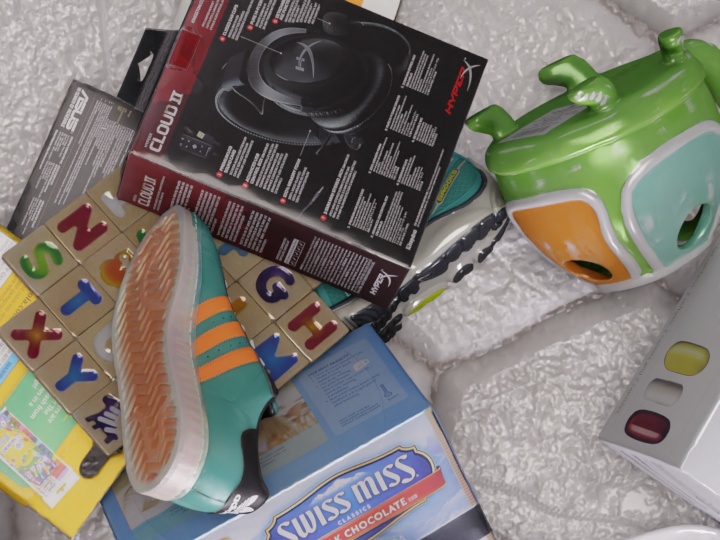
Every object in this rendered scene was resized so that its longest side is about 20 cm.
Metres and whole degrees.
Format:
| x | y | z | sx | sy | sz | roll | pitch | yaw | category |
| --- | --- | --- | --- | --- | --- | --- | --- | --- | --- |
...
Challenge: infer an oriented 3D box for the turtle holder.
| x | y | z | sx | sy | sz | roll | pitch | yaw | category |
| --- | --- | --- | --- | --- | --- | --- | --- | --- | --- |
| 0.163 | -0.069 | 1.725 | 0.140 | 0.185 | 0.132 | -19 | 102 | 29 | turtle holder |

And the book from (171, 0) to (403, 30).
| x | y | z | sx | sy | sz | roll | pitch | yaw | category |
| --- | --- | --- | --- | --- | --- | --- | --- | --- | --- |
| -0.039 | -0.179 | 1.762 | 0.133 | 0.048 | 0.201 | 17 | 87 | 0 | book |

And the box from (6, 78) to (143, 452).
| x | y | z | sx | sy | sz | roll | pitch | yaw | category |
| --- | --- | --- | --- | --- | --- | --- | --- | --- | --- |
| -0.145 | 0.004 | 1.734 | 0.157 | 0.050 | 0.201 | 23 | 84 | 0 | box |

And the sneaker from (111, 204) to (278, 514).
| x | y | z | sx | sy | sz | roll | pitch | yaw | category |
| --- | --- | --- | --- | --- | --- | --- | --- | --- | --- |
| -0.091 | 0.056 | 1.610 | 0.080 | 0.071 | 0.201 | 26 | 43 | -32 | sneaker |

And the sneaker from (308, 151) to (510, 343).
| x | y | z | sx | sy | sz | roll | pitch | yaw | category |
| --- | --- | --- | --- | --- | --- | --- | --- | --- | --- |
| 0.000 | 0.000 | 1.741 | 0.200 | 0.078 | 0.080 | -37 | 68 | -10 | sneaker |

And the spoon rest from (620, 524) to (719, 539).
| x | y | z | sx | sy | sz | roll | pitch | yaw | category |
| --- | --- | --- | --- | --- | --- | --- | --- | --- | --- |
| 0.156 | 0.197 | 1.724 | 0.199 | 0.061 | 0.100 | 10 | 84 | -1 | spoon rest |

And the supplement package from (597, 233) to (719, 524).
| x | y | z | sx | sy | sz | roll | pitch | yaw | category |
| --- | --- | --- | --- | --- | --- | --- | --- | --- | --- |
| 0.271 | 0.063 | 1.692 | 0.155 | 0.111 | 0.201 | 34 | 83 | -22 | supplement package |

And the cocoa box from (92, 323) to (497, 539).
| x | y | z | sx | sy | sz | roll | pitch | yaw | category |
| --- | --- | --- | --- | --- | --- | --- | --- | --- | --- |
| -0.037 | 0.150 | 1.664 | 0.199 | 0.133 | 0.132 | -29 | 117 | -5 | cocoa box |

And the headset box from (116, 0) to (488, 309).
| x | y | z | sx | sy | sz | roll | pitch | yaw | category |
| --- | --- | --- | --- | --- | --- | --- | --- | --- | --- |
| -0.044 | -0.088 | 1.676 | 0.199 | 0.077 | 0.149 | 21 | 66 | -2 | headset box |

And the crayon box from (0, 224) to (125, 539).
| x | y | z | sx | sy | sz | roll | pitch | yaw | category |
| --- | --- | --- | --- | --- | --- | --- | --- | --- | --- |
| -0.213 | 0.052 | 1.677 | 0.200 | 0.052 | 0.126 | 36 | 85 | 3 | crayon box |

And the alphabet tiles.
| x | y | z | sx | sy | sz | roll | pitch | yaw | category |
| --- | --- | --- | --- | --- | --- | --- | --- | --- | --- |
| -0.109 | 0.014 | 1.665 | 0.200 | 0.006 | 0.167 | -39 | 80 | -25 | alphabet tiles |
